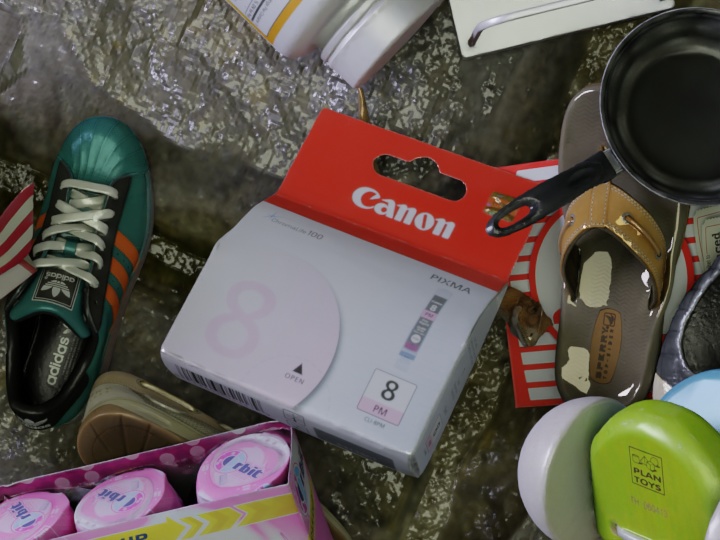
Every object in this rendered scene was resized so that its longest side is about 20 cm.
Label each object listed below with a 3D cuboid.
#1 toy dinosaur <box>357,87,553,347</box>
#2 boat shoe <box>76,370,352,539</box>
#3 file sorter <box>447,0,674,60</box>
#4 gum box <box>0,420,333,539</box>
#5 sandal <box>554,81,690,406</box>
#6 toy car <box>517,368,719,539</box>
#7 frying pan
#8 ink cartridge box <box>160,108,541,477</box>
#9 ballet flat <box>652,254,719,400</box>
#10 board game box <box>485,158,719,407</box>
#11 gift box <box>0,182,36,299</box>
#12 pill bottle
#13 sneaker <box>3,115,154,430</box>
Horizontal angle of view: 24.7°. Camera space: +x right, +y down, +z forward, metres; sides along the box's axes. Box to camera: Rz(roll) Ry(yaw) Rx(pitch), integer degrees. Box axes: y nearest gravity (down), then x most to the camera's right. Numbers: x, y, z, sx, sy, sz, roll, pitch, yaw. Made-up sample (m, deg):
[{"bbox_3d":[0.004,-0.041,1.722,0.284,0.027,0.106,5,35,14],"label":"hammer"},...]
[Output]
[{"bbox_3d":[0.036,-0.007,1.030,0.106,0.060,0.200,-46,68,1],"label":"toy dinosaur"},{"bbox_3d":[-0.085,0.129,1.024,0.200,0.065,0.072,34,114,-19],"label":"boat shoe"},{"bbox_3d":[0.108,-0.246,0.986,0.138,0.125,0.201,-13,91,1],"label":"file sorter"},{"bbox_3d":[-0.121,0.171,0.970,0.199,0.066,0.114,-14,121,6],"label":"gum box"},{"bbox_3d":[0.143,-0.008,0.952,0.080,0.054,0.201,7,96,26],"label":"sandal"},{"bbox_3d":[0.193,0.140,0.886,0.150,0.175,0.200,-35,123,-30],"label":"toy car"},{"bbox_3d":[0.167,-0.061,0.915,0.115,0.031,0.190,36,81,5],"label":"frying pan"},{"bbox_3d":[0.000,0.000,0.962,0.162,0.057,0.200,21,74,16],"label":"ink cartridge box"},{"bbox_3d":[0.218,0.012,0.915,0.066,0.057,0.200,35,112,16],"label":"ballet flat"},{"bbox_3d":[0.183,0.000,0.991,0.200,0.046,0.152,-7,91,27],"label":"board game box"},{"bbox_3d":[-0.306,-0.038,0.941,0.200,0.185,0.187,-39,62,7],"label":"gift box"},{"bbox_3d":[-0.048,-0.207,0.997,0.200,0.109,0.109,44,92,-1],"label":"pill bottle"},{"bbox_3d":[-0.175,0.002,1.017,0.071,0.080,0.201,11,91,2],"label":"sneaker"}]
